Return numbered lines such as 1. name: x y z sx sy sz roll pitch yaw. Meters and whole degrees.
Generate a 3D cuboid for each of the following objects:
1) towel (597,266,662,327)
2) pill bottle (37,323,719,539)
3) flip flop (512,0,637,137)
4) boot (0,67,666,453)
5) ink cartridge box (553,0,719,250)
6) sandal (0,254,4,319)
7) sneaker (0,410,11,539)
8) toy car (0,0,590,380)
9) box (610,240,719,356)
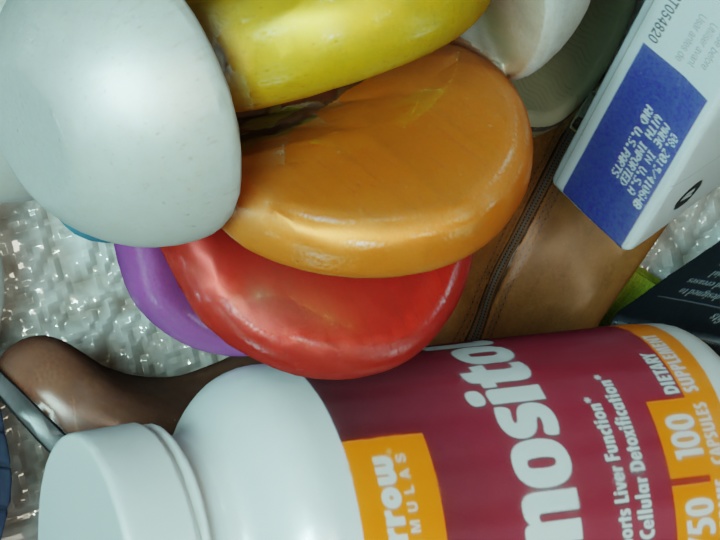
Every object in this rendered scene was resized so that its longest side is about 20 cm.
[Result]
1. towel: 0.063 0.028 0.964 0.200 0.018 0.086 32 87 -20
2. pill bottle: 0.013 0.079 0.833 0.199 0.113 0.113 -6 101 -24
3. flip flop: 0.085 -0.125 0.894 0.081 0.058 0.200 47 62 -9
4. boot: 0.000 0.000 0.898 0.188 0.068 0.200 27 93 -18
5. ink cartridge box: 0.162 -0.116 0.857 0.041 0.200 0.200 44 57 14
6. sandal: -0.174 0.021 0.801 0.203 0.050 0.083 -32 126 -55
7. sneaker: -0.156 0.107 0.872 0.074 0.082 0.201 11 72 -37
8. toy car: -0.029 -0.044 0.791 0.175 0.200 0.150 -27 112 -27
9. box: 0.212 0.032 0.954 0.200 0.107 0.149 -34 108 -19
